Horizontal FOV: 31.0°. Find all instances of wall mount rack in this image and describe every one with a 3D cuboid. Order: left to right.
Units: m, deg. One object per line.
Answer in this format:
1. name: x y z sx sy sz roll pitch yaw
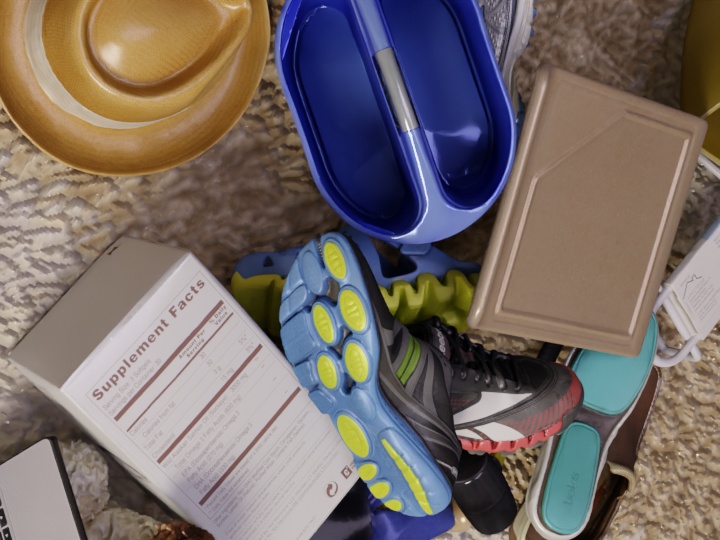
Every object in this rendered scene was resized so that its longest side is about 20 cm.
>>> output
1. wall mount rack: 0.265 -0.026 1.088 0.200 0.074 0.174 -47 120 -17

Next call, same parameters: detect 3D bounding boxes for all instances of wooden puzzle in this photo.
1. wooden puzzle: 0.163 -0.039 0.939 0.198 0.037 0.187 10 98 -41

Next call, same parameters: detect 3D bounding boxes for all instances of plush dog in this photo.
1. plush dog: -0.137 0.225 0.808 0.159 0.171 0.203 12 98 -32

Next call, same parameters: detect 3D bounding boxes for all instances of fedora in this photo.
1. fedora: -0.134 -0.152 0.821 0.198 0.081 0.204 -5 100 -31

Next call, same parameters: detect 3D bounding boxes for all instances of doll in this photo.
1. doll: -0.009 0.187 0.961 0.198 0.048 0.139 -7 97 -30

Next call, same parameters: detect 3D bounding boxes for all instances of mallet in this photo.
1. mallet: 0.128 0.117 1.016 0.200 0.041 0.066 -50 127 -39

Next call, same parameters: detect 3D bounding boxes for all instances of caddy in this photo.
1. caddy: 0.023 -0.118 0.871 0.140 0.105 0.202 -20 94 1

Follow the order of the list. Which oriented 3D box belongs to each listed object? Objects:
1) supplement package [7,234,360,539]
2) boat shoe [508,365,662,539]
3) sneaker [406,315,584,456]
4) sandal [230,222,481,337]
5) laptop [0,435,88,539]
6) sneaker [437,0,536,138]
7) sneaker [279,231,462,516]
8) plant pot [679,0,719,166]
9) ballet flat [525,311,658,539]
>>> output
1. supplement package: -0.109 0.090 0.849 0.118 0.116 0.200 -48 117 -17
2. boat shoe: 0.204 0.161 1.070 0.074 0.075 0.204 35 79 -29
3. sneaker: 0.071 0.081 0.929 0.197 0.071 0.099 -2 129 -12
4. sandal: 0.000 0.000 0.938 0.197 0.080 0.088 1 61 -24
5. laptop: -0.251 0.223 0.741 0.115 0.199 0.189 6 58 -59
6. sneaker: 0.076 -0.166 0.953 0.084 0.077 0.203 -4 98 -25
7. sneaker: 0.011 0.063 0.835 0.201 0.070 0.083 64 35 -21
8. plant pot: 0.376 -0.183 1.047 0.199 0.200 0.178 26 41 -31
9. ballet flat: 0.175 0.115 1.029 0.069 0.069 0.202 30 76 -30
